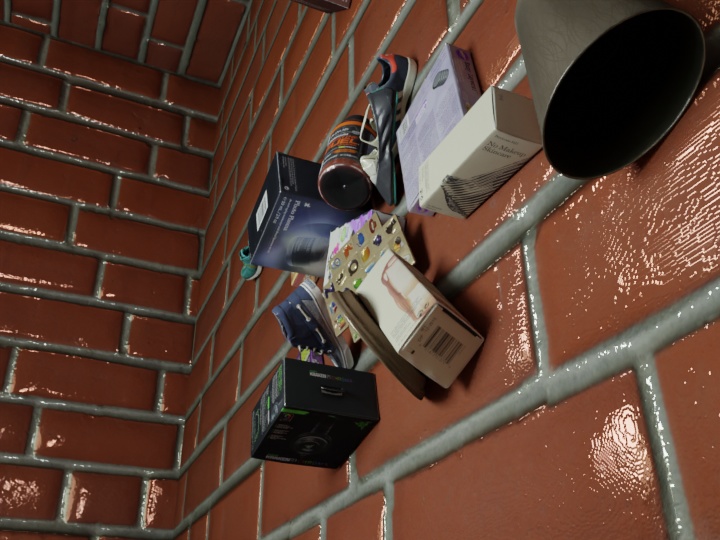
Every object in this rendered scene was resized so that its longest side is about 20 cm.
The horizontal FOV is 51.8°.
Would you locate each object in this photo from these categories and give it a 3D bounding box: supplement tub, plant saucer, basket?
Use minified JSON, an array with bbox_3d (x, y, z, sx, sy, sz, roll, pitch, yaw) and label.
[{"bbox_3d":[-0.018,-0.214,1.410,0.203,0.105,0.108,-80,16,-48],"label":"supplement tub"},{"bbox_3d":[0.031,0.102,1.072,0.029,0.201,0.200,-40,27,2],"label":"plant saucer"},{"bbox_3d":[0.234,-0.225,0.761,0.182,0.133,0.203,-58,25,35],"label":"basket"}]

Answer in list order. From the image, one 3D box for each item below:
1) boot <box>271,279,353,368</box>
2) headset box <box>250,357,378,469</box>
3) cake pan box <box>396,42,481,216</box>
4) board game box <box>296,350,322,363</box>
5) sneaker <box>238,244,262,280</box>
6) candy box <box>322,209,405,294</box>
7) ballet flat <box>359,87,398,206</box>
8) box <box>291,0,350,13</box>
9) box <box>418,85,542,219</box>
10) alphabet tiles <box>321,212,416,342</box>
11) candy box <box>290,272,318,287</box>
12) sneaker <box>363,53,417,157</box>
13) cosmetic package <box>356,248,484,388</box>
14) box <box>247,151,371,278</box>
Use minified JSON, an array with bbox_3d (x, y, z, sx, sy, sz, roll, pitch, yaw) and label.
[{"bbox_3d":[-0.086,0.119,1.327,0.072,0.090,0.203,27,147,55],"label":"boot"},{"bbox_3d":[-0.080,0.246,1.274,0.201,0.170,0.095,124,150,-42],"label":"headset box"},{"bbox_3d":[0.120,-0.214,1.158,0.202,0.051,0.188,122,153,-43],"label":"cake pan box"},{"bbox_3d":[-0.126,0.242,1.598,0.122,0.031,0.202,-96,25,-47],"label":"board game box"},{"bbox_3d":[-0.321,-0.042,2.181,0.201,0.078,0.079,128,147,-51],"label":"sneaker"},{"bbox_3d":[0.000,0.000,1.328,0.199,0.070,0.173,161,118,-65],"label":"candy box"},{"bbox_3d":[0.032,-0.216,1.300,0.073,0.071,0.206,-142,50,-67],"label":"ballet flat"},{"bbox_3d":[-0.108,-0.764,1.876,0.200,0.160,0.170,-141,65,-66],"label":"box"},{"bbox_3d":[0.155,-0.151,0.991,0.200,0.080,0.070,133,144,-56],"label":"box"},{"bbox_3d":[0.009,0.010,1.212,0.200,0.006,0.169,-44,49,29],"label":"alphabet tiles"},{"bbox_3d":[-0.122,-0.072,1.709,0.203,0.054,0.116,-99,29,-41],"label":"candy box"},{"bbox_3d":[0.040,-0.296,1.358,0.075,0.082,0.206,-174,95,-69],"label":"sneaker"},{"bbox_3d":[0.078,0.061,1.033,0.088,0.103,0.200,-51,27,6],"label":"cosmetic package"},{"bbox_3d":[-0.104,-0.103,1.480,0.125,0.193,0.202,-102,31,-42],"label":"box"}]
